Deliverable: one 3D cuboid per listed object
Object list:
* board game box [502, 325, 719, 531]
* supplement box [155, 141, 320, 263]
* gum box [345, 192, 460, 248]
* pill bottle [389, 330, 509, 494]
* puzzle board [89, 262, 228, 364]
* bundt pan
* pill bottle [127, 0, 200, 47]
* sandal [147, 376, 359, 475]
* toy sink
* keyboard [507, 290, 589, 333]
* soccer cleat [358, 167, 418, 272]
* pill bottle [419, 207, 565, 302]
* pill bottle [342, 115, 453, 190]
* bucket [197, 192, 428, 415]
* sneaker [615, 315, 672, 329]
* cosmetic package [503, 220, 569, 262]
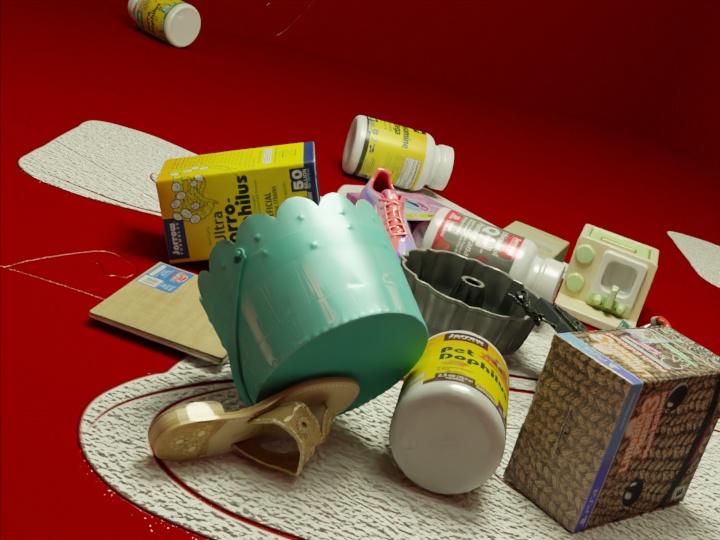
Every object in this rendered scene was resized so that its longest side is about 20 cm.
[{"bbox_3d":[0.261,0.151,1.059,0.198,0.161,0.097,-1,25,-42],"label":"board game box"},{"bbox_3d":[-0.149,-0.088,1.346,0.197,0.110,0.110,-7,20,0],"label":"supplement box"},{"bbox_3d":[0.066,-0.072,1.671,0.113,0.067,0.199,30,22,37],"label":"gum box"},{"bbox_3d":[0.092,0.128,1.047,0.108,0.111,0.200,18,18,3],"label":"pill bottle"},{"bbox_3d":[-0.192,0.046,1.176,0.149,0.018,0.200,18,18,6],"label":"puzzle board"},{"bbox_3d":[0.132,0.047,1.368,0.199,0.077,0.202,18,19,-6],"label":"bundt pan"},{"bbox_3d":[-0.518,-0.664,2.773,0.199,0.114,0.112,31,23,35],"label":"pill bottle"},{"bbox_3d":[-0.077,0.150,0.923,0.209,0.078,0.070,-4,47,-36],"label":"sandal"},{"bbox_3d":[0.388,0.009,1.663,0.129,0.113,0.200,21,18,13],"label":"toy sink"},{"bbox_3d":[0.240,0.066,1.241,0.126,0.021,0.200,27,10,-12],"label":"keyboard"},{"bbox_3d":[0.041,-0.068,1.492,0.066,0.077,0.201,7,31,-20],"label":"soccer cleat"},{"bbox_3d":[0.187,-0.006,1.522,0.198,0.112,0.111,22,19,13],"label":"pill bottle"},{"bbox_3d":[0.073,-0.218,2.027,0.197,0.114,0.113,13,18,-13],"label":"pill bottle"},{"bbox_3d":[-0.042,0.042,1.000,0.205,0.208,0.136,2,49,-40],"label":"bucket"},{"bbox_3d":[0.411,0.114,1.411,0.197,0.095,0.070,10,19,-20],"label":"sneaker"},{"bbox_3d":[0.254,-0.014,1.672,0.102,0.074,0.200,23,18,15],"label":"cosmetic package"}]
